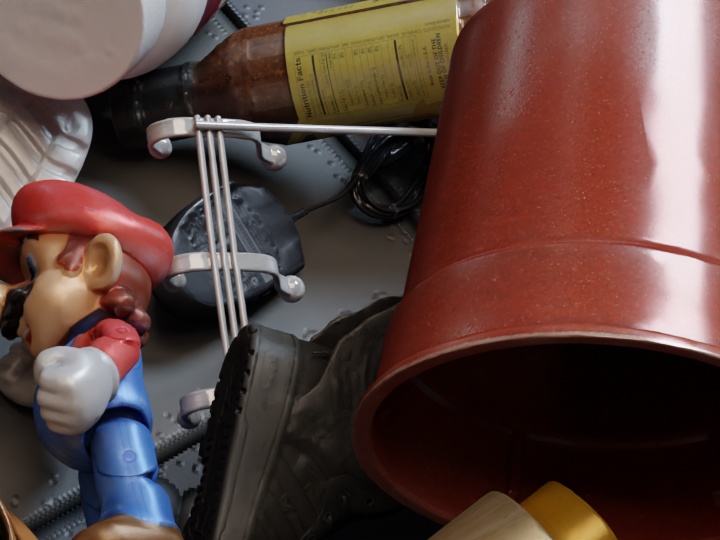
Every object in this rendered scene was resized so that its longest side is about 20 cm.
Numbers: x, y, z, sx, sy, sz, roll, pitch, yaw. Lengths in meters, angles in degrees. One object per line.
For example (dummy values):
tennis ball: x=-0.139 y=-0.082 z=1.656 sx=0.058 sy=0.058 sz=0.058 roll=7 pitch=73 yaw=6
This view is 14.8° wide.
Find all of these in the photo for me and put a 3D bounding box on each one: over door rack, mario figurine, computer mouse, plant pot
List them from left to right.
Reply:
mario figurine: x=-0.137 y=0.052 z=1.236 sx=0.106 sy=0.123 sz=0.200 roll=18 pitch=51 yaw=-45
computer mouse: x=-0.032 y=-0.028 z=1.387 sx=0.200 sy=0.034 sz=0.059 roll=-28 pitch=89 yaw=-37
over door rack: x=0.000 y=0.000 z=1.327 sx=0.200 sy=0.067 sz=0.148 roll=-3 pitch=74 yaw=-18
plant pot: x=0.105 y=-0.008 z=1.182 sx=0.200 sy=0.201 sz=0.195 roll=10 pitch=60 yaw=-6

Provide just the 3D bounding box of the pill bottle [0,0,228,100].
pill bottle: x=-0.117 y=-0.158 z=1.367 sx=0.109 sy=0.110 sz=0.200 roll=24 pitch=27 yaw=5

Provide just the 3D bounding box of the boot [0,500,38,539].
boot: x=-0.211 y=0.086 z=1.175 sx=0.077 sy=0.155 sz=0.200 roll=-43 pitch=75 yaw=-15

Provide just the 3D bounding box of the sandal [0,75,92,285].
sandal: x=-0.195 y=-0.007 z=1.321 sx=0.082 sy=0.050 sz=0.203 roll=40 pitch=66 yaw=-2

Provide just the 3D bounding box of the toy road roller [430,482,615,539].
toy road roller: x=0.042 y=0.167 z=1.159 sx=0.123 sy=0.200 sz=0.146 roll=-36 pitch=41 yaw=-14

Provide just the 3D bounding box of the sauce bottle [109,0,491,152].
sauce bottle: x=-0.025 y=-0.097 z=1.378 sx=0.200 sy=0.066 sz=0.066 roll=-9 pitch=52 yaw=15

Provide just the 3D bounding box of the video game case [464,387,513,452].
video game case: x=0.140 y=0.042 z=1.323 sx=0.182 sy=0.022 sz=0.200 roll=37 pitch=54 yaw=-21

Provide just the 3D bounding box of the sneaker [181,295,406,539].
sneaker: x=-0.020 y=0.099 z=1.240 sx=0.104 sy=0.060 sz=0.200 roll=16 pitch=86 yaw=-20
